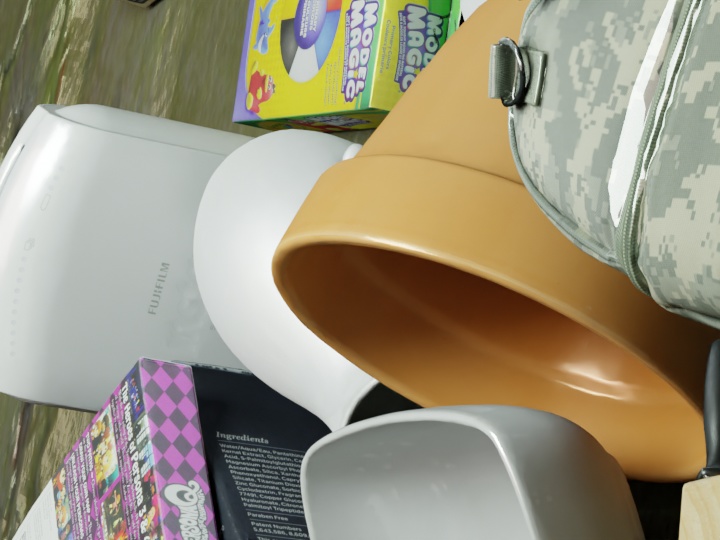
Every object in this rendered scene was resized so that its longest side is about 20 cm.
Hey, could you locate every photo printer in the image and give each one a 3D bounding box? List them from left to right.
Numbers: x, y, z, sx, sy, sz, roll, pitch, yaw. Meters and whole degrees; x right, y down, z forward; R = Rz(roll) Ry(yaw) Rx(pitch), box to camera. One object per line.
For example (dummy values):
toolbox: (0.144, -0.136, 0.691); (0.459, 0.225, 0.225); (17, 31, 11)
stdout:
photo printer: (-0.111, 0.000, 1.413); (0.069, 0.199, 0.167); (35, 111, 61)

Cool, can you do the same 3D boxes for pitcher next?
pitcher: (0.000, 0.000, 1.285); (0.200, 0.121, 0.172); (57, 137, 43)

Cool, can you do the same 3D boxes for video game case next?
video game case: (-0.123, 0.176, 1.322); (0.181, 0.036, 0.200); (-54, 37, 40)

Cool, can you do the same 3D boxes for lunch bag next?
lunch bag: (0.162, -0.043, 0.900); (0.168, 0.199, 0.140); (19, 97, 62)

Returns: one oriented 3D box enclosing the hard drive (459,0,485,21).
hard drive: (0.109, -0.148, 1.204); (0.200, 0.025, 0.132); (120, 144, -44)

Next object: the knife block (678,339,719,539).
knife block: (0.145, 0.114, 0.934); (0.200, 0.064, 0.175); (-46, 40, -6)

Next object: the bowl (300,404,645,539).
bowl: (0.063, 0.149, 1.110); (0.200, 0.074, 0.201); (-16, 91, 61)

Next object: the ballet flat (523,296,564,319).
ballet flat: (0.071, 0.084, 1.209); (0.200, 0.066, 0.057); (-68, -11, 19)

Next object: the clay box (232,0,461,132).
clay box: (-0.002, -0.136, 1.417); (0.200, 0.047, 0.115); (-1, 80, 63)

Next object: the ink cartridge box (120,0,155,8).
ink cartridge box: (-0.132, -0.293, 1.696); (0.165, 0.075, 0.201); (-25, 59, 57)

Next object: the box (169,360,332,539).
box: (-0.056, 0.165, 1.350); (0.148, 0.104, 0.200); (-64, 30, 28)

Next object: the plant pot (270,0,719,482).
plant pot: (0.081, -0.020, 1.073); (0.200, 0.200, 0.140); (-9, 52, 62)
